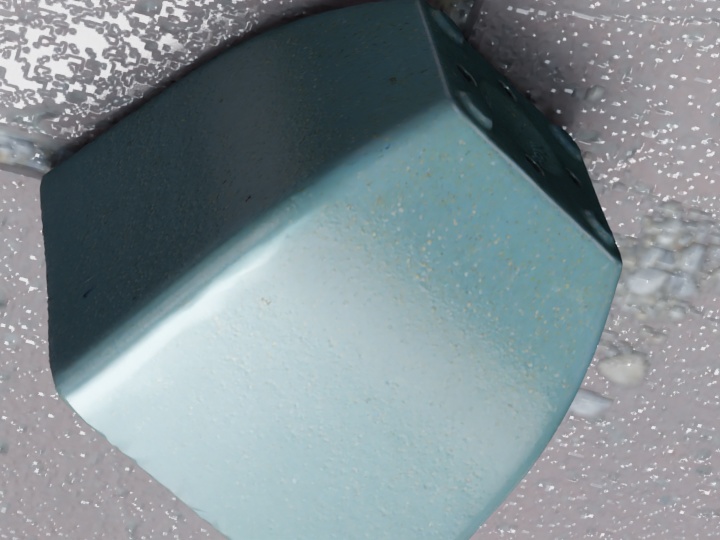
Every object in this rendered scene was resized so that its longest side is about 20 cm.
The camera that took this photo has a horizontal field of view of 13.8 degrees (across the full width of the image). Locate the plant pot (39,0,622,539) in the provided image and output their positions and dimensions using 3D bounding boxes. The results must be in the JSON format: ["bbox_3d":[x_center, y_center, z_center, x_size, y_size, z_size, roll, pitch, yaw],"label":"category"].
[{"bbox_3d":[0.000,0.000,1.305,0.200,0.196,0.196,-40,117,15],"label":"plant pot"}]
